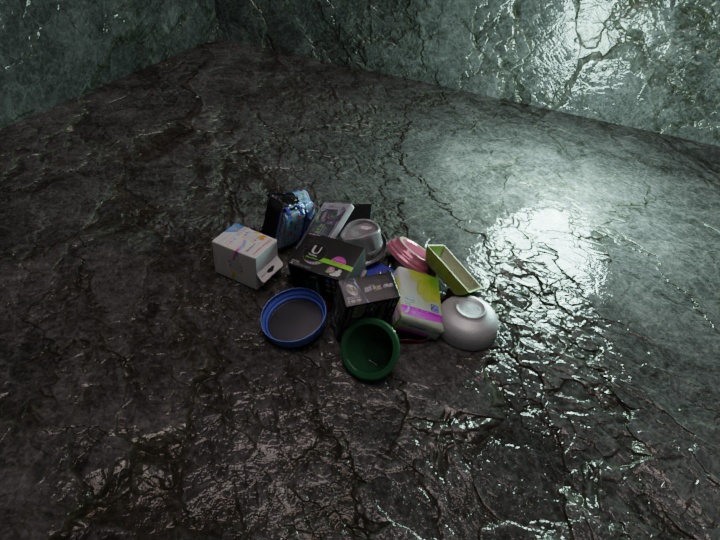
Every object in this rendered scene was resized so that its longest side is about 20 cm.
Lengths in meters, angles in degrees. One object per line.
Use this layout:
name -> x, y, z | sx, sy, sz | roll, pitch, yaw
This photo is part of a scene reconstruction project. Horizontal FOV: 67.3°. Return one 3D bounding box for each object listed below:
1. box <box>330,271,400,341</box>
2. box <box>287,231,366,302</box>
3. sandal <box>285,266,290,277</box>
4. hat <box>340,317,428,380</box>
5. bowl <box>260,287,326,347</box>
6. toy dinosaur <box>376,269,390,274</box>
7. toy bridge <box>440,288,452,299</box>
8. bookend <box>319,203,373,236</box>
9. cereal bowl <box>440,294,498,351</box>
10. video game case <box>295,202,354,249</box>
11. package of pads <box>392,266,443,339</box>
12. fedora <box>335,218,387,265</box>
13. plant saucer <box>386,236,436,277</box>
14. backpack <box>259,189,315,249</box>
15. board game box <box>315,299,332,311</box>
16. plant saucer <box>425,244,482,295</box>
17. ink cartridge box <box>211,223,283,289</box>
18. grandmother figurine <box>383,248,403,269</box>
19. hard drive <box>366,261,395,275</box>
box -> 0.009, 0.106, 1.541 | 0.160, 0.202, 0.087 | -10, 58, -17
box -> -0.097, -0.004, 1.652 | 0.196, 0.126, 0.150 | 16, 51, 19
sandal -> -0.176, -0.019, 1.806 | 0.075, 0.044, 0.200 | -3, 22, 31
hat -> 0.062, 0.231, 1.536 | 0.196, 0.169, 0.176 | 16, -6, 23
bowl -> -0.194, 0.139, 1.588 | 0.195, 0.040, 0.203 | -5, 46, 5
toy dinosaur -> 0.039, 0.047, 1.612 | 0.059, 0.100, 0.199 | 60, 35, -2
toy bridge -> 0.199, 0.061, 1.738 | 0.196, 0.027, 0.069 | 19, 76, -6
bookend -> -0.056, -0.138, 1.938 | 0.194, 0.093, 0.203 | -1, 46, 7
cereal bowl -> 0.325, 0.142, 1.638 | 0.195, 0.085, 0.202 | 3, 38, -2
video game case -> -0.124, -0.144, 1.848 | 0.180, 0.023, 0.202 | 12, 68, 55
package of pads -> 0.165, 0.095, 1.628 | 0.151, 0.069, 0.203 | 17, 47, -18
fedora -> -0.007, -0.101, 1.763 | 0.196, 0.092, 0.178 | -18, 47, -15
plant saucer -> 0.179, -0.048, 1.808 | 0.198, 0.051, 0.201 | 32, 18, -12
backpack -> -0.240, -0.188, 1.920 | 0.134, 0.185, 0.198 | 40, 37, 26
board game box -> -0.084, 0.050, 1.740 | 0.197, 0.041, 0.153 | -19, 45, -27
plant saucer -> 0.292, 0.005, 1.746 | 0.201, 0.048, 0.199 | 50, 20, 15
ink cartridge box -> -0.361, -0.044, 1.756 | 0.196, 0.127, 0.129 | 20, 40, 19
grandmother figurine -> 0.131, -0.022, 1.846 | 0.119, 0.061, 0.201 | 12, 30, -27
hard drive -> 0.000, 0.000, 1.757 | 0.197, 0.026, 0.132 | 27, 43, 25
